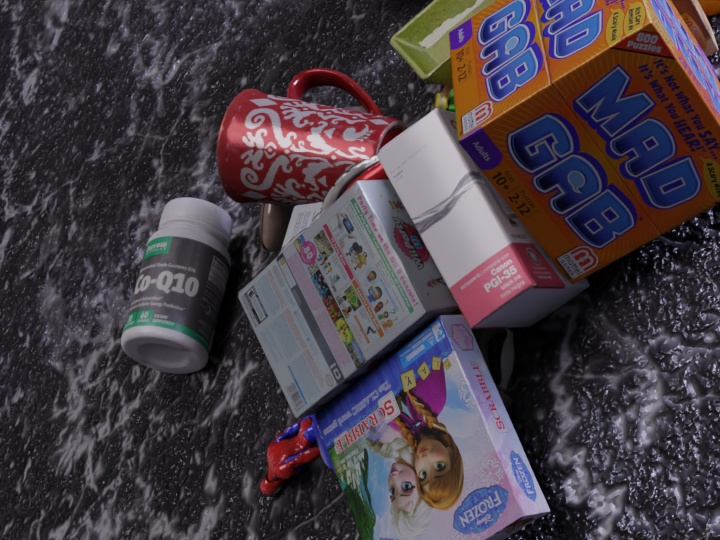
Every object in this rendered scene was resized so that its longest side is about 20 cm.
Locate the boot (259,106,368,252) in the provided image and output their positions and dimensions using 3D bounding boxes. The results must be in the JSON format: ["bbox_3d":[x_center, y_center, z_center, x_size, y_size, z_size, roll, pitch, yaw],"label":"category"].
[{"bbox_3d":[-0.035,-0.108,1.692,0.145,0.070,0.203,14,84,38],"label":"boot"}]

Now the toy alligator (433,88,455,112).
[{"bbox_3d":[0.104,-0.131,1.533,0.054,0.058,0.203,-79,-4,-75],"label":"toy alligator"}]

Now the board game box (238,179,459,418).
[{"bbox_3d":[-0.016,0.029,1.355,0.200,0.064,0.149,-40,69,35],"label":"board game box"}]

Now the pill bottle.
[{"bbox_3d":[-0.227,0.018,1.754,0.112,0.113,0.202,-15,53,38],"label":"pill bottle"}]

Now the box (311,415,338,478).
[{"bbox_3d":[0.027,0.134,1.394,0.199,0.041,0.121,-24,72,44],"label":"box"}]

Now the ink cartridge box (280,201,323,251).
[{"bbox_3d":[0.000,0.000,1.519,0.198,0.083,0.148,-5,61,45],"label":"ink cartridge box"}]

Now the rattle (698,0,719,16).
[{"bbox_3d":[0.261,-0.319,1.423,0.130,0.199,0.143,-47,39,8],"label":"rattle"}]

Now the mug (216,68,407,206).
[{"bbox_3d":[-0.046,-0.153,1.603,0.198,0.133,0.180,11,88,26],"label":"mug"}]

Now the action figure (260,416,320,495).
[{"bbox_3d":[-0.046,0.169,1.507,0.200,0.051,0.066,-50,33,12],"label":"action figure"}]

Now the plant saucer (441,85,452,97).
[{"bbox_3d":[0.160,-0.199,1.577,0.199,0.032,0.202,-28,45,31],"label":"plant saucer"}]

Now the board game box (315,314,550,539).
[{"bbox_3d":[0.061,0.179,1.303,0.200,0.041,0.201,-41,61,36],"label":"board game box"}]

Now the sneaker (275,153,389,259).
[{"bbox_3d":[-0.005,-0.032,1.435,0.201,0.076,0.085,-51,49,21],"label":"sneaker"}]

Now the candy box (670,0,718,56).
[{"bbox_3d":[0.250,-0.234,1.417,0.198,0.116,0.056,-25,40,21],"label":"candy box"}]

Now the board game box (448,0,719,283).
[{"bbox_3d":[0.221,-0.157,1.308,0.198,0.200,0.201,-30,32,21],"label":"board game box"}]

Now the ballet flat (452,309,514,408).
[{"bbox_3d":[0.122,0.059,1.405,0.067,0.068,0.202,-23,57,27],"label":"ballet flat"}]

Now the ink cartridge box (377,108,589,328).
[{"bbox_3d":[0.120,-0.049,1.350,0.082,0.146,0.202,-36,72,26],"label":"ink cartridge box"}]

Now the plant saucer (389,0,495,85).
[{"bbox_3d":[0.140,-0.294,1.612,0.199,0.048,0.200,-40,23,6],"label":"plant saucer"}]
